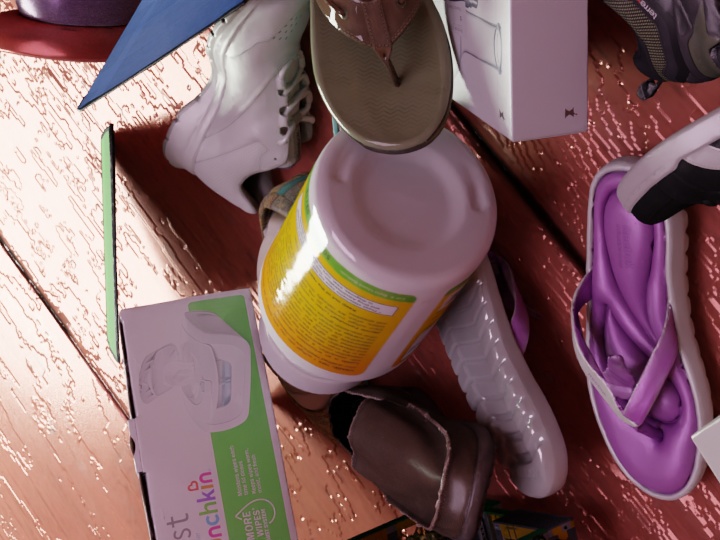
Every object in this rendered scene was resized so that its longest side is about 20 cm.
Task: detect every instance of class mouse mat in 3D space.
[{"bbox_3d":[-0.178,-0.020,1.392,0.200,0.007,0.162,-168,76,-81],"label":"mouse mat"}]

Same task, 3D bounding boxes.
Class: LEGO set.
[{"bbox_3d":[0.065,0.222,1.230,0.199,0.153,0.117,-5,103,51],"label":"LEGO set"}]

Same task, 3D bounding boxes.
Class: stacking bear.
[{"bbox_3d":[-0.191,-0.252,1.340,0.113,0.121,0.202,20,113,43],"label":"stacking bear"}]

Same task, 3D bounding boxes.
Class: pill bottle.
[{"bbox_3d":[0.000,0.000,1.181,0.111,0.111,0.200,57,152,13],"label":"pill bottle"}]

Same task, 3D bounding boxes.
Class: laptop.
[{"bbox_3d":[-0.117,-0.229,1.167,0.187,0.116,0.201,-23,90,48],"label":"laptop"}]

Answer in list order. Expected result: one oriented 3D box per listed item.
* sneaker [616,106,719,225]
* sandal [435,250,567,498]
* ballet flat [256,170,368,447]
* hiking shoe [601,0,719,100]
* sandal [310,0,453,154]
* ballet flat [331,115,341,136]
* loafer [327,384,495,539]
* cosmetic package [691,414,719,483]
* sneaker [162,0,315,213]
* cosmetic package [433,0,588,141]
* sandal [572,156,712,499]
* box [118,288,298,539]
[{"bbox_3d":[0.225,-0.043,0.990,0.200,0.073,0.112,-35,80,40],"label":"sneaker"},{"bbox_3d":[0.088,0.042,1.205,0.204,0.049,0.082,71,156,15],"label":"sandal"},{"bbox_3d":[-0.038,0.033,1.322,0.070,0.070,0.202,15,117,43],"label":"ballet flat"},{"bbox_3d":[0.142,-0.188,1.027,0.100,0.076,0.201,-15,96,45],"label":"hiking shoe"},{"bbox_3d":[0.001,-0.164,1.083,0.079,0.057,0.203,-9,89,14],"label":"sandal"},{"bbox_3d":[0.004,-0.169,1.208,0.062,0.067,0.201,-4,109,19],"label":"ballet flat"},{"bbox_3d":[0.025,0.118,1.223,0.200,0.070,0.074,-156,77,-71],"label":"loafer"},{"bbox_3d":[0.273,0.059,0.967,0.085,0.107,0.200,58,139,11],"label":"cosmetic package"},{"bbox_3d":[-0.062,-0.120,1.293,0.087,0.074,0.200,41,140,12],"label":"sneaker"},{"bbox_3d":[0.074,-0.188,1.074,0.151,0.051,0.202,-138,42,-62],"label":"cosmetic package"},{"bbox_3d":[0.151,0.037,1.120,0.082,0.050,0.204,6,109,46],"label":"sandal"},{"bbox_3d":[-0.099,0.144,1.308,0.177,0.096,0.201,91,168,-60],"label":"box"}]
